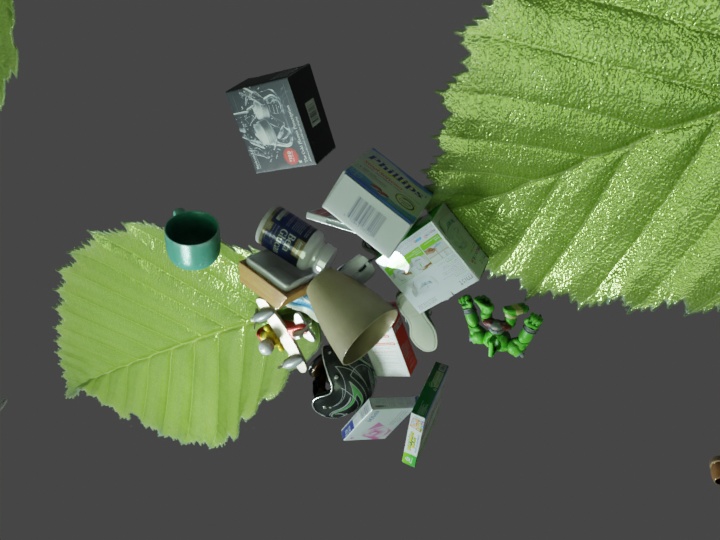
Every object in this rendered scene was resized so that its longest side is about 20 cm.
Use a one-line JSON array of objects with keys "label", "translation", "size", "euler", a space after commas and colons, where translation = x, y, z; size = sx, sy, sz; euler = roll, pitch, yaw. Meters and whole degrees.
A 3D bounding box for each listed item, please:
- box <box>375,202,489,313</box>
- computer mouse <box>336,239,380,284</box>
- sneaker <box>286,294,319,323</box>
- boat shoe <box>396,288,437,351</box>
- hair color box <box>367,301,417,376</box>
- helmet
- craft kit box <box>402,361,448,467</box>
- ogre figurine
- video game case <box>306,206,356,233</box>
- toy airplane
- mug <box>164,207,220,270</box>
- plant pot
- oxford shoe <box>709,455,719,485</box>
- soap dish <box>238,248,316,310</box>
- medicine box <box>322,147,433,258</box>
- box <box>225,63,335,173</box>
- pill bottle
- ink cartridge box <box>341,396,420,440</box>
[{"label": "box", "translation": [0.166, -0.023, 1.469], "size": [0.177, 0.097, 0.199], "euler": [47, 131, -9]}, {"label": "computer mouse", "translation": [0.000, 0.000, 1.615], "size": [0.110, 0.044, 0.199], "euler": [46, 132, -8]}, {"label": "sneaker", "translation": [-0.145, 0.067, 1.741], "size": [0.197, 0.078, 0.091], "euler": [25, 112, 7]}, {"label": "boat shoe", "translation": [0.144, 0.120, 1.603], "size": [0.074, 0.062, 0.202], "euler": [-22, 119, 21]}, {"label": "hair color box", "translation": [0.069, 0.187, 1.695], "size": [0.109, 0.064, 0.203], "euler": [-4, 120, 31]}, {"label": "helmet", "translation": [-0.049, 0.297, 1.754], "size": [0.199, 0.200, 0.191], "euler": [40, 115, -2]}, {"label": "craft kit box", "translation": [0.174, 0.382, 1.680], "size": [0.048, 0.201, 0.201], "euler": [16, 128, 18]}, {"label": "ogre figurine", "translation": [0.325, 0.133, 1.491], "size": [0.195, 0.098, 0.122], "euler": [7, 114, 12]}, {"label": "video game case", "translation": [-0.011, -0.114, 1.478], "size": [0.196, 0.143, 0.018], "euler": [18, 108, 17]}, {"label": "toy airplane", "translation": [-0.226, 0.188, 1.783], "size": [0.199, 0.141, 0.201], "euler": [36, 144, 18]}, {"label": "mug", "translation": [-0.465, -0.085, 1.765], "size": [0.148, 0.187, 0.116], "euler": [4, 131, -3]}, {"label": "plant pot", "translation": [-0.039, 0.095, 1.565], "size": [0.200, 0.186, 0.189], "euler": [46, 135, 18]}, {"label": "oxford shoe", "translation": [0.903, 0.485, 1.426], "size": [0.196, 0.071, 0.073], "euler": [5, 123, 25]}, {"label": "soap dish", "translation": [-0.208, 0.016, 1.627], "size": [0.156, 0.199, 0.082], "euler": [34, 112, 13]}, {"label": "medicine box", "translation": [0.042, -0.152, 1.370], "size": [0.181, 0.200, 0.103], "euler": [37, 122, 0]}, {"label": "box", "translation": [-0.180, -0.342, 1.437], "size": [0.179, 0.104, 0.203], "euler": [-2, 120, 32]}, {"label": "pill bottle", "translation": [-0.161, -0.072, 1.611], "size": [0.198, 0.111, 0.112], "euler": [31, 132, 6]}, {"label": "ink cartridge box", "translation": [0.071, 0.422, 1.790], "size": [0.196, 0.044, 0.197], "euler": [5, 139, -28]}]
